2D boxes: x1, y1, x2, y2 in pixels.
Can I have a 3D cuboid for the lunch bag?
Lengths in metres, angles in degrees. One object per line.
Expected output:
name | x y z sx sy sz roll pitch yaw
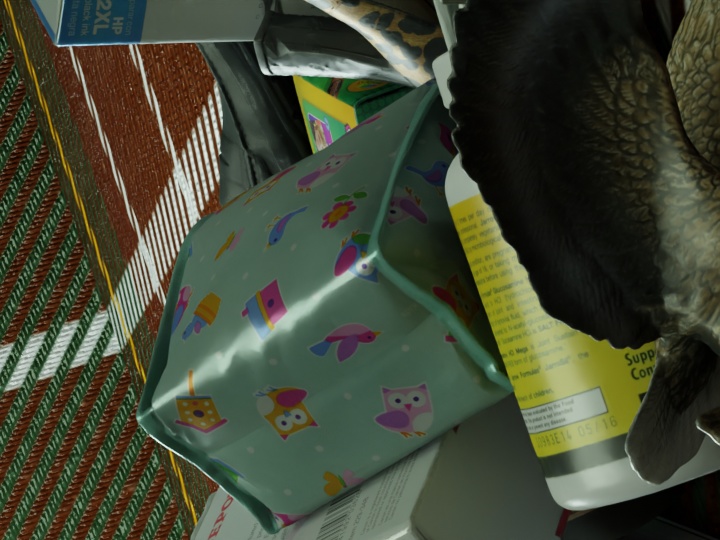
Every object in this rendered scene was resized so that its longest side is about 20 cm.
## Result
lunch bag | 0.000 0.000 1.279 0.122 0.170 0.200 43 -147 -21

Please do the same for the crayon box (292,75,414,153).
crayon box | 0.029 -0.016 1.458 0.119 0.058 0.200 -143 35 -68

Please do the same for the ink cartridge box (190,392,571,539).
ink cartridge box | 0.002 0.135 1.301 0.086 0.148 0.200 44 130 -16

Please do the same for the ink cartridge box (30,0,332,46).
ink cartridge box | -0.079 -0.187 1.428 0.145 0.200 0.084 -124 37 -51

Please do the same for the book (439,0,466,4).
book | 0.024 -0.225 1.212 0.200 0.048 0.134 54 134 45

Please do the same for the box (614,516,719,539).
box | 0.147 0.187 1.382 0.200 0.060 0.117 -174 65 -76

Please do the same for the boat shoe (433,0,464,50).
boat shoe | 0.040 -0.180 1.269 0.074 0.067 0.200 108 141 -70

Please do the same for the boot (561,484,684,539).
boot | 0.056 0.082 1.389 0.200 0.077 0.138 -25 97 37

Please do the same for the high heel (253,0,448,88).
high heel | 0.003 -0.160 1.303 0.200 0.142 0.071 71 -151 -51

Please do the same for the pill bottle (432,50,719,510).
pill bottle | 0.103 -0.009 1.153 0.112 0.112 0.200 155 95 -78

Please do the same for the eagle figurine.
eagle figurine | 0.126 -0.031 1.010 0.200 0.151 0.152 56 174 15

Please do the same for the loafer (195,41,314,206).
loafer | -0.051 -0.058 1.526 0.201 0.070 0.068 62 -169 -20
